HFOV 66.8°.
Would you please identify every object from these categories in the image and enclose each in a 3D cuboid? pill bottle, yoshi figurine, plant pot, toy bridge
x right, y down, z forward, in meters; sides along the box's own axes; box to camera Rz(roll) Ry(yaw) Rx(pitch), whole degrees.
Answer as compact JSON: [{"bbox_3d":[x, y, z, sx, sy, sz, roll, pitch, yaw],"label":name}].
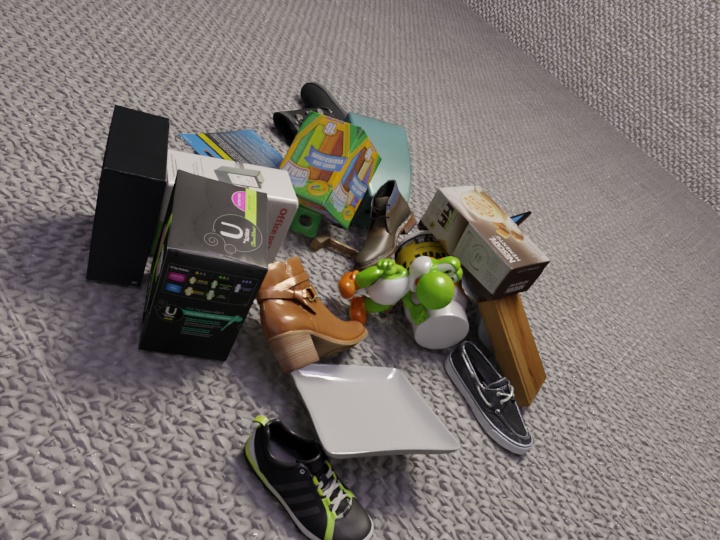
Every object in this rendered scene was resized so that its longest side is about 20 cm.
[{"bbox_3d":[0.129,0.033,0.989,0.113,0.115,0.201,14,42,-21],"label":"pill bottle"},{"bbox_3d":[0.068,0.032,0.881,0.112,0.198,0.113,37,40,-68],"label":"yoshi figurine"},{"bbox_3d":[0.024,-0.196,1.141,0.140,0.142,0.201,8,53,-27],"label":"plant pot"},{"bbox_3d":[0.000,0.000,1.006,0.200,0.027,0.067,41,38,11],"label":"toy bridge"}]

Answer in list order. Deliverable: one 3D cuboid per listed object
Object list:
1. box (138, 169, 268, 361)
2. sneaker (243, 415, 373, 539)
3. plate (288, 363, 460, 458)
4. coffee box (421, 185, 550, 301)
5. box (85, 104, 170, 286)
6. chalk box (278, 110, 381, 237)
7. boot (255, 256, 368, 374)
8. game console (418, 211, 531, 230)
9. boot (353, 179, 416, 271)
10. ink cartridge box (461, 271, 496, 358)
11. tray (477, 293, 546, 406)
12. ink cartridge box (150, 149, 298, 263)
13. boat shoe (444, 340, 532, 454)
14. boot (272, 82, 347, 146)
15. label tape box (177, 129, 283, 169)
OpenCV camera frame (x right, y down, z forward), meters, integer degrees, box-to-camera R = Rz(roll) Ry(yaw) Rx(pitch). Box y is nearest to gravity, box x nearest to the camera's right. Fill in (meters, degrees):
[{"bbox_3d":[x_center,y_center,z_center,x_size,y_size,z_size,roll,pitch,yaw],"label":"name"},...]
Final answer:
[{"bbox_3d":[-0.210,-0.001,0.728,0.123,0.201,0.149,12,43,-23],"label":"box"},{"bbox_3d":[-0.061,0.255,0.656,0.199,0.083,0.072,38,40,6],"label":"sneaker"},{"bbox_3d":[0.009,0.196,0.759,0.198,0.033,0.200,8,19,-27],"label":"plate"},{"bbox_3d":[0.214,-0.053,0.949,0.114,0.080,0.201,-10,52,-36],"label":"coffee box"},{"bbox_3d":[-0.321,-0.098,0.753,0.078,0.201,0.142,8,44,-28],"label":"box"},{"bbox_3d":[-0.069,-0.162,0.999,0.124,0.201,0.124,23,-8,24],"label":"chalk box"},{"bbox_3d":[-0.071,0.053,0.810,0.199,0.073,0.156,-10,76,-60],"label":"boot"},{"bbox_3d":[0.259,-0.119,1.231,0.172,0.119,0.200,43,40,12],"label":"game console"},{"bbox_3d":[0.030,-0.084,0.996,0.200,0.074,0.098,-50,125,-44],"label":"boot"},{"bbox_3d":[0.220,0.045,1.024,0.200,0.047,0.161,46,32,-31],"label":"ink cartridge box"},{"bbox_3d":[0.273,0.126,0.968,0.098,0.037,0.202,-32,106,-48],"label":"tray"},{"bbox_3d":[-0.218,-0.093,0.861,0.198,0.146,0.084,5,45,-30],"label":"ink cartridge box"},{"bbox_3d":[0.223,0.206,0.909,0.071,0.068,0.201,-11,56,-40],"label":"boat shoe"},{"bbox_3d":[-0.134,-0.366,1.274,0.165,0.066,0.200,41,44,13],"label":"boot"},{"bbox_3d":[-0.225,-0.187,0.997,0.144,0.063,0.200,42,31,12],"label":"label tape box"}]
